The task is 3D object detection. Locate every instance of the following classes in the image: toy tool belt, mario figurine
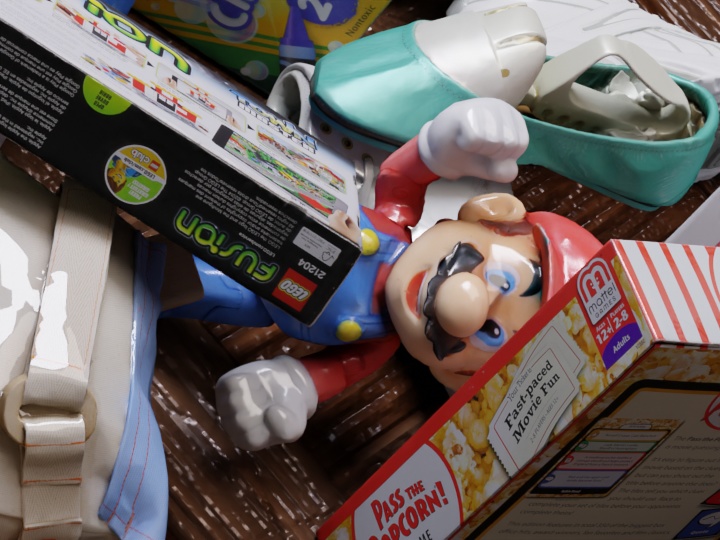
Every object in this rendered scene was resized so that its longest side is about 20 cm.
[{"bbox_3d":[-0.104,0.064,0.947,0.123,0.125,0.200,17,60,-33],"label":"toy tool belt"},{"bbox_3d":[0.000,0.000,1.050,0.200,0.123,0.106,10,45,7],"label":"mario figurine"}]

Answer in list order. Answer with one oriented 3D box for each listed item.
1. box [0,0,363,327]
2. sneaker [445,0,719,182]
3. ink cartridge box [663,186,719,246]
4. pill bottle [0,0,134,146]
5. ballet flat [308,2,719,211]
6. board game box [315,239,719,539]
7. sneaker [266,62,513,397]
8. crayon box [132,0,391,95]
[{"bbox_3d":[-0.091,-0.062,0.957,0.200,0.035,0.110,32,14,-10],"label":"box"},{"bbox_3d":[0.127,-0.103,1.330,0.200,0.078,0.099,7,47,-36],"label":"sneaker"},{"bbox_3d":[0.233,0.039,1.230,0.145,0.147,0.200,-24,72,-48],"label":"ink cartridge box"},{"bbox_3d":[-0.125,-0.142,1.056,0.112,0.200,0.112,30,-2,1],"label":"pill bottle"},{"bbox_3d":[0.071,-0.077,1.172,0.200,0.070,0.067,12,36,-35],"label":"ballet flat"},{"bbox_3d":[0.100,0.067,1.055,0.151,0.200,0.046,4,53,-38],"label":"board game box"},{"bbox_3d":[0.013,-0.005,1.155,0.116,0.074,0.200,13,38,-29],"label":"sneaker"},{"bbox_3d":[-0.072,-0.169,1.183,0.200,0.126,0.052,32,41,-12],"label":"crayon box"}]
